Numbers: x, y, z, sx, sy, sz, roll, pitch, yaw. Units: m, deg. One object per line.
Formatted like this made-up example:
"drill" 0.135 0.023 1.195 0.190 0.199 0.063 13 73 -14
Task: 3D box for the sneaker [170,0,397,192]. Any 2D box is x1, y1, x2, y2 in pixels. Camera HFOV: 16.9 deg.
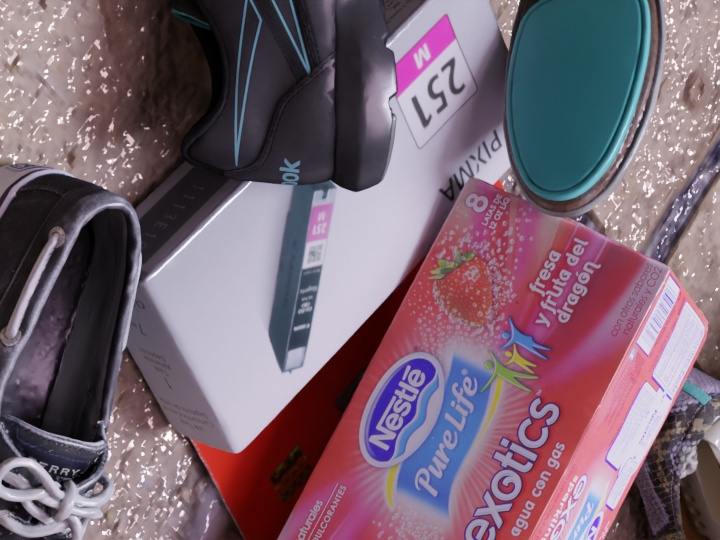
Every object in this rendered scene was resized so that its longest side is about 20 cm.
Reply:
"sneaker" -0.031 -0.128 0.874 0.079 0.075 0.201 -3 85 -4

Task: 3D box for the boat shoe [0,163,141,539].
"boat shoe" -0.119 0.065 0.847 0.073 0.068 0.200 18 89 -47

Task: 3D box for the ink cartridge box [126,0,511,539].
"ink cartridge box" 0.000 0.000 0.970 0.200 0.043 0.174 -46 129 -26

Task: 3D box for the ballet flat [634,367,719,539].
"ballet flat" 0.177 0.129 1.172 0.072 0.072 0.201 -44 130 -28

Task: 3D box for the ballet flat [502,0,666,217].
"ballet flat" 0.097 -0.111 0.980 0.064 0.067 0.201 33 54 -59

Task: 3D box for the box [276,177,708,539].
"box" 0.050 0.079 0.977 0.200 0.094 0.103 -62 157 -4
